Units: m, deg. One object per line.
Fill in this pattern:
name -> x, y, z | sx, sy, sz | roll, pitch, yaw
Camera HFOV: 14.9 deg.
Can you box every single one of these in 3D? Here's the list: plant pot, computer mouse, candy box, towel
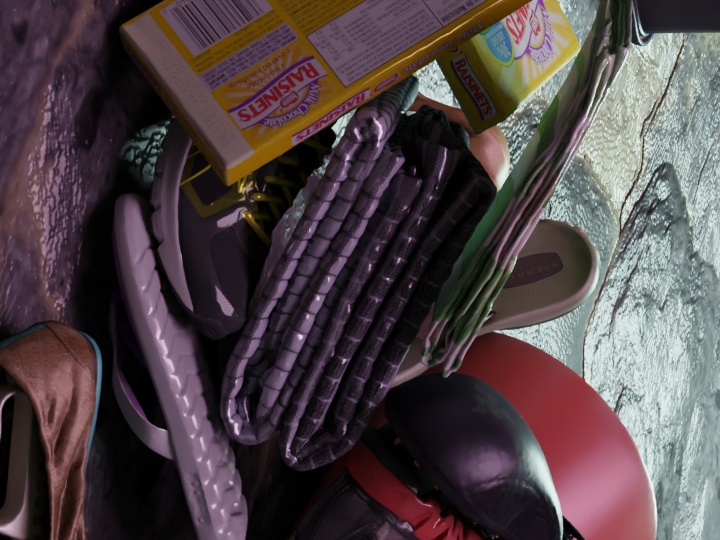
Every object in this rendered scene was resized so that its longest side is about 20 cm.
plant pot -> 0.055, 0.165, 1.677 | 0.177, 0.200, 0.201 | -42, 134, -41
computer mouse -> 0.075, 0.101, 1.503 | 0.053, 0.139, 0.200 | -39, 152, 6
candy box -> -0.014, -0.134, 1.422 | 0.200, 0.102, 0.026 | -32, 161, -14
towel -> 0.000, 0.000, 1.496 | 0.200, 0.085, 0.166 | -63, -178, 11
towel -> 0.088, -0.053, 1.453 | 0.200, 0.023, 0.153 | -62, -177, 19
candy box -> 0.074, -0.147, 1.561 | 0.102, 0.026, 0.200 | 64, 21, -7

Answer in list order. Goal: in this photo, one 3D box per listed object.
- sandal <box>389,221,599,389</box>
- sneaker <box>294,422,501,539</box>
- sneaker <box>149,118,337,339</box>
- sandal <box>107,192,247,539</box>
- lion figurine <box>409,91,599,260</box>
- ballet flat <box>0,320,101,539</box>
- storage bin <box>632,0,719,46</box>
sandal -> 0.051, 0.011, 1.653 | 0.080, 0.200, 0.057 | 64, -15, 15
sneaker -> 0.035, 0.169, 1.522 | 0.098, 0.071, 0.200 | -44, 131, 2
sneaker -> -0.056, -0.061, 1.448 | 0.074, 0.084, 0.201 | 52, 38, -59
sandal -> -0.107, 0.061, 1.438 | 0.082, 0.050, 0.203 | -65, 141, -76
lion figurine -> 0.072, -0.047, 1.717 | 0.200, 0.122, 0.073 | 59, 45, -53
ballet flat -> -0.164, 0.125, 1.337 | 0.072, 0.068, 0.201 | -5, 102, -44
storage bin -> 0.261, -0.270, 2.050 | 0.146, 0.134, 0.200 | -58, 146, -42
